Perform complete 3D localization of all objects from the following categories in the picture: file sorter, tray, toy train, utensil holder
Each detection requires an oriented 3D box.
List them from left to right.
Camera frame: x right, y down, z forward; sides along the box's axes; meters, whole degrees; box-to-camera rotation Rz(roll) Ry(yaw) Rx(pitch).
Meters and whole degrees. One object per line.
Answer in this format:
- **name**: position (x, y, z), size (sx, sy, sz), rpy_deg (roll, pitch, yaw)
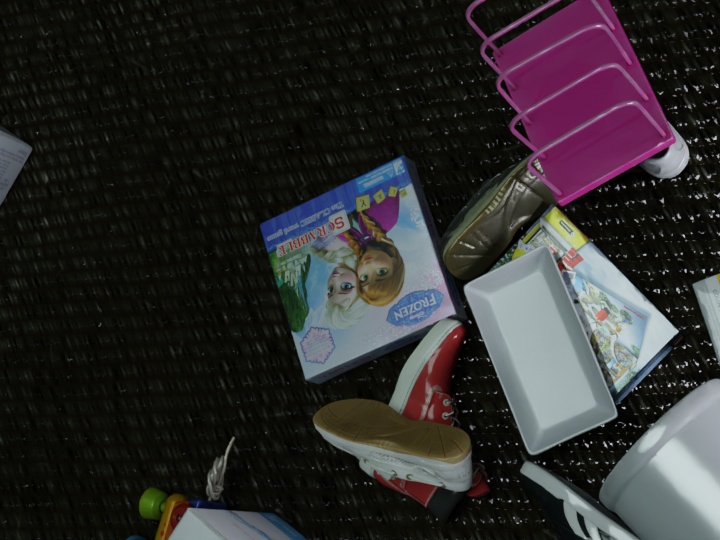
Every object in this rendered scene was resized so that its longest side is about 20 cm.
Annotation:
- **toy train**: position (-0.211, 0.279, 1.709), size (0.115, 0.084, 0.202), rpy_deg (13, 85, 39)
- **tray**: position (0.191, 0.084, 1.550), size (0.107, 0.022, 0.202), rpy_deg (-26, 70, 17)
- **file sorter**: position (0.209, -0.201, 1.509), size (0.138, 0.125, 0.202), rpy_deg (-29, 63, 19)
- **utensil holder**: position (0.356, 0.235, 1.409), size (0.170, 0.170, 0.200), rpy_deg (-46, 68, 9)

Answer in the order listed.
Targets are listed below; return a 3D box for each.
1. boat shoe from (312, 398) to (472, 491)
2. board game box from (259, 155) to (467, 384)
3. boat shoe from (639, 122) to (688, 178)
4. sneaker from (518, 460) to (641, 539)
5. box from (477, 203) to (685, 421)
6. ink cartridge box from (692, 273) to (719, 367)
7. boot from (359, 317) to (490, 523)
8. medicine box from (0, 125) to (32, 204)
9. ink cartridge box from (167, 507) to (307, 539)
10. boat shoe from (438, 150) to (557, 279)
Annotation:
- **boat shoe**: position (0.033, 0.192, 1.555), size (0.199, 0.071, 0.070), rpy_deg (15, 130, 39)
- **board game box**: position (0.000, 0.000, 1.684), size (0.199, 0.041, 0.201), rpy_deg (-25, 71, 18)
- **boat shoe**: position (0.271, -0.177, 1.582), size (0.072, 0.068, 0.201), rpy_deg (-40, 66, 12)
- **sneaker**: position (0.222, 0.294, 1.508), size (0.199, 0.073, 0.112), rpy_deg (35, 93, 24)
- **box**: position (0.230, 0.047, 1.573), size (0.137, 0.038, 0.200), rpy_deg (-46, 66, 10)
- **ink cartridge box**: position (0.446, 0.031, 1.467), size (0.198, 0.059, 0.105), rpy_deg (-21, 72, 19)
- **boot**: position (0.101, 0.165, 1.593), size (0.143, 0.072, 0.202), rpy_deg (29, 100, 26)
- **medicine box**: position (-0.566, -0.131, 1.931), size (0.181, 0.103, 0.201), rpy_deg (32, 93, 26)
- **ink cartridge box**: position (-0.126, 0.359, 1.582), size (0.146, 0.200, 0.147), rpy_deg (35, 94, 26)
- **boat shoe**: position (0.160, -0.079, 1.613), size (0.201, 0.072, 0.066), rpy_deg (-46, 33, 1)
